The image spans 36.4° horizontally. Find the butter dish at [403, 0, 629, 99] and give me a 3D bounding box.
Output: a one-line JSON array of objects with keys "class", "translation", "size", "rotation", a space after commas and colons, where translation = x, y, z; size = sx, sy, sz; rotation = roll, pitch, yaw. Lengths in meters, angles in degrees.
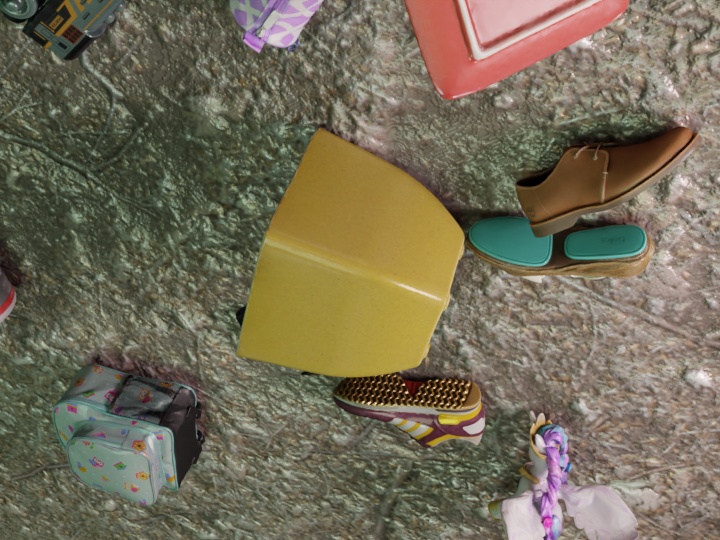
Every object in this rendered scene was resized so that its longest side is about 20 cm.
[{"class": "butter dish", "translation": [0.106, -0.282, 0.937], "size": [0.199, 0.148, 0.200], "rotation": [-27, 121, -7]}]

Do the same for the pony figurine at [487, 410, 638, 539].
[{"class": "pony figurine", "translation": [0.231, 0.301, 1.372], "size": [0.166, 0.193, 0.200], "rotation": [-5, 135, -16]}]

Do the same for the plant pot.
[{"class": "plant pot", "translation": [0.000, 0.000, 1.196], "size": [0.199, 0.196, 0.195], "rotation": [19, 134, 1]}]

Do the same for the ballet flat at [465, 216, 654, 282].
[{"class": "ballet flat", "translation": [0.215, -0.017, 1.180], "size": [0.199, 0.068, 0.072], "rotation": [0, 148, 19]}]

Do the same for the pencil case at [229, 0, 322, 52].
[{"class": "pencil case", "translation": [-0.054, -0.296, 1.027], "size": [0.084, 0.086, 0.200], "rotation": [33, 133, -9]}]

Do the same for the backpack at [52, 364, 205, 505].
[{"class": "backpack", "translation": [-0.346, 0.232, 1.578], "size": [0.199, 0.154, 0.176], "rotation": [20, 140, 15]}]

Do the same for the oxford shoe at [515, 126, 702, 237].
[{"class": "oxford shoe", "translation": [0.239, -0.100, 1.085], "size": [0.200, 0.071, 0.071], "rotation": [-26, 101, 34]}]

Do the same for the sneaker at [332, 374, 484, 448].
[{"class": "sneaker", "translation": [0.060, 0.187, 1.409], "size": [0.199, 0.075, 0.090], "rotation": [5, 126, 21]}]

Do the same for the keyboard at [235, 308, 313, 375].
[{"class": "keyboard", "translation": [-0.058, 0.088, 1.413], "size": [0.199, 0.021, 0.127], "rotation": [-9, 119, 31]}]

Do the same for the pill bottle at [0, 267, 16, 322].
[{"class": "pill bottle", "translation": [-0.559, -0.015, 1.474], "size": [0.113, 0.114, 0.200], "rotation": [-2, 129, 25]}]

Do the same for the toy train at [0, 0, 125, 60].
[{"class": "toy train", "translation": [-0.293, -0.305, 1.132], "size": [0.114, 0.085, 0.200], "rotation": [36, 133, -26]}]
